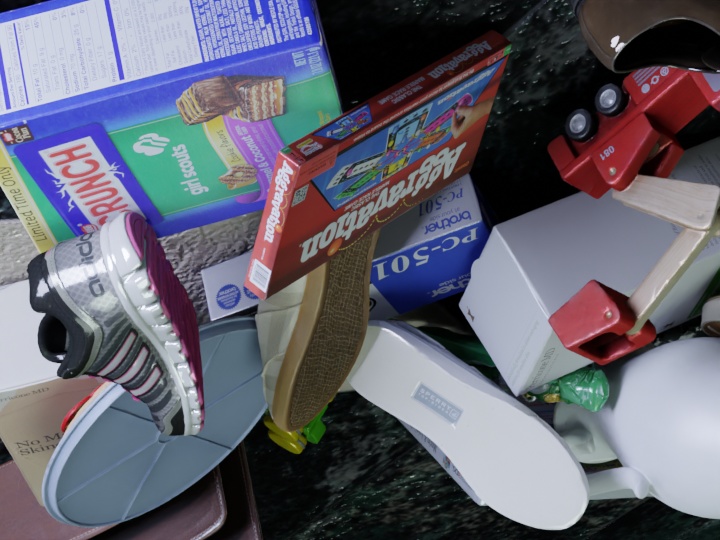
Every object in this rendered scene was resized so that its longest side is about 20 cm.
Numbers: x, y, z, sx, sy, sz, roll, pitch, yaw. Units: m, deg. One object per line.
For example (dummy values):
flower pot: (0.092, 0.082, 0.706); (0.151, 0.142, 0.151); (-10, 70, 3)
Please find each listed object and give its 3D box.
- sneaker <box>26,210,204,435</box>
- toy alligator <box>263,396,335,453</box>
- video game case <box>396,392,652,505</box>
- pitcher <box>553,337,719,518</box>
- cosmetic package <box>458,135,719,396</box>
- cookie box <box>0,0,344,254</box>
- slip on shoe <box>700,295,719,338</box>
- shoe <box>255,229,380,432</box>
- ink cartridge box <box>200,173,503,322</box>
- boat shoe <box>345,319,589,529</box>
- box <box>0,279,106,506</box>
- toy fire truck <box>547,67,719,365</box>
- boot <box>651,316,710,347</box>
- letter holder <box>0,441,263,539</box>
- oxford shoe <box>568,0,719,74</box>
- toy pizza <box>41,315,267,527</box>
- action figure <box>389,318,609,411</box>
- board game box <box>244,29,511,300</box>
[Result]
sneaker: (-0.148, 0.039, 1.300); (0.087, 0.074, 0.200); (-12, 146, 4)
toy alligator: (-0.056, 0.087, 1.593); (0.054, 0.060, 0.200); (28, 165, 11)
video game case: (0.142, 0.129, 1.664); (0.198, 0.182, 0.024); (0, 111, -24)
pitcher: (0.206, 0.119, 1.494); (0.171, 0.122, 0.200); (-40, -158, -19)
cosmetic package: (0.178, -0.005, 1.463); (0.199, 0.085, 0.108); (-23, 157, -22)
cookie box: (-0.111, -0.091, 1.229); (0.198, 0.076, 0.171); (-14, 154, 1)
slip on shoe: (0.298, 0.028, 1.511); (0.076, 0.061, 0.199); (13, 178, 35)
shoe: (-0.031, 0.017, 1.414); (0.070, 0.053, 0.201); (-19, 135, -42)
ink cartridge box: (0.000, 0.000, 1.480); (0.198, 0.045, 0.094); (-21, 153, 12)
boat shoe: (0.075, 0.102, 1.477); (0.072, 0.199, 0.068); (-62, 170, 18)
box: (-0.208, 0.084, 1.500); (0.094, 0.078, 0.200); (-14, 152, 0)
toy fire truck: (0.186, -0.053, 1.340); (0.200, 0.142, 0.049); (-41, 144, 21)
boot: (0.254, 0.071, 1.699); (0.161, 0.074, 0.199); (-15, 148, -1)
letter holder: (-0.187, 0.200, 1.650); (0.199, 0.143, 0.100); (-25, 150, 21)
oxford shoe: (0.227, -0.153, 1.268); (0.198, 0.085, 0.073); (-14, 150, -4)
toy pizza: (-0.136, 0.098, 1.462); (0.199, 0.032, 0.201); (-33, 154, -18)
action figure: (0.103, 0.071, 1.542); (0.117, 0.055, 0.199); (-4, -171, -39)
board game box: (0.012, -0.064, 1.264); (0.199, 0.019, 0.103); (-33, 152, -41)
